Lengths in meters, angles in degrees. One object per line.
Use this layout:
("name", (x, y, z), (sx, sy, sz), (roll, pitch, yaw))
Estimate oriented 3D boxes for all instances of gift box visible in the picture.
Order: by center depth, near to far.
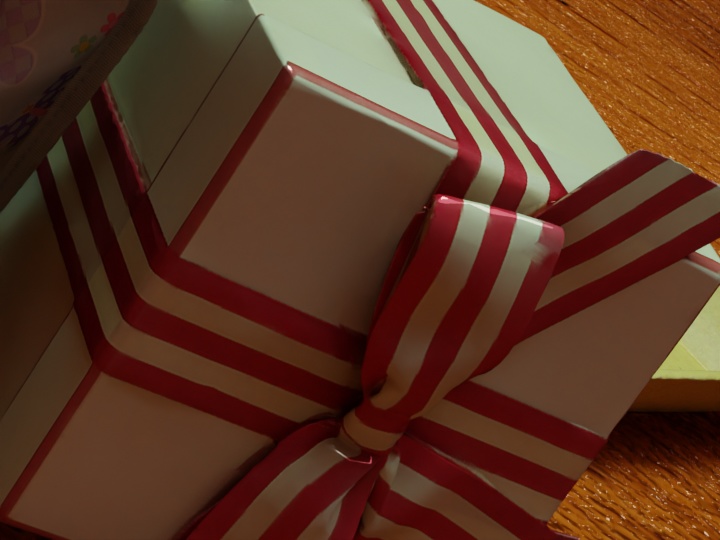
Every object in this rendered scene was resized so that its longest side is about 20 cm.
("gift box", (0.000, 0.000, 0.796), (0.200, 0.185, 0.187), (18, 25, -26))

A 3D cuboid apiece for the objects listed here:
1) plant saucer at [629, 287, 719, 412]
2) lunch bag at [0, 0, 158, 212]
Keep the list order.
("plant saucer", (0.089, -0.002, 1.131), (0.200, 0.048, 0.200), (47, 23, 28))
("lunch bag", (-0.138, -0.118, 0.734), (0.127, 0.200, 0.170), (-15, 66, -43))
